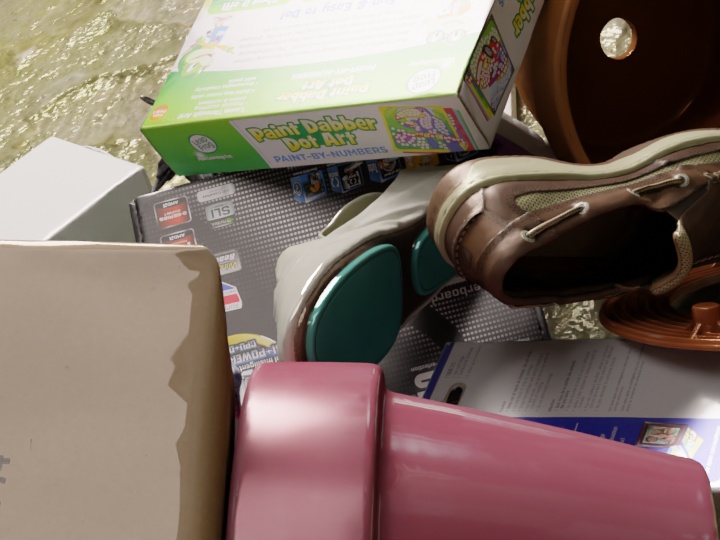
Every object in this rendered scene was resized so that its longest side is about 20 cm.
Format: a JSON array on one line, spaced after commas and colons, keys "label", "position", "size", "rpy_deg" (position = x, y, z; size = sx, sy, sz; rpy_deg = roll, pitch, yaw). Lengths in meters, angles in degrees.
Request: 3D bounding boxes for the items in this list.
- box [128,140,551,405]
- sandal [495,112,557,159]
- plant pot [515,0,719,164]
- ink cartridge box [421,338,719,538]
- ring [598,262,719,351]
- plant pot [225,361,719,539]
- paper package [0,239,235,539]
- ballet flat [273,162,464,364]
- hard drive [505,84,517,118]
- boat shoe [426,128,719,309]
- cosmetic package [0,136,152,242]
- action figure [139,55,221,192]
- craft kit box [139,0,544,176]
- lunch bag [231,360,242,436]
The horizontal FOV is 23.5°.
[{"label": "box", "position": [-0.010, 0.014, 0.909], "size": [0.200, 0.044, 0.160], "rpy_deg": [-14, 66, 3]}, {"label": "sandal", "position": [0.030, -0.090, 1.026], "size": [0.050, 0.203, 0.082], "rpy_deg": [-61, 1, -4]}, {"label": "plant pot", "position": [0.171, -0.125, 0.969], "size": [0.200, 0.200, 0.140], "rpy_deg": [-28, 20, -12]}, {"label": "ink cartridge box", "position": [0.120, 0.075, 0.786], "size": [0.200, 0.039, 0.099], "rpy_deg": [-1, 41, 28]}, {"label": "ring", "position": [0.214, 0.004, 0.835], "size": [0.200, 0.019, 0.200], "rpy_deg": [-8, 10, 1]}, {"label": "plant pot", "position": [0.044, 0.136, 0.684], "size": [0.179, 0.200, 0.200], "rpy_deg": [1, 38, 2]}, {"label": "paper package", "position": [-0.142, 0.096, 0.625], "size": [0.190, 0.103, 0.200], "rpy_deg": [2, 65, 0]}, {"label": "ballet flat", "position": [0.000, 0.000, 0.819], "size": [0.069, 0.069, 0.200], "rpy_deg": [5, 26, 30]}, {"label": "hard drive", "position": [0.038, -0.132, 1.165], "size": [0.132, 0.026, 0.200], "rpy_deg": [-11, 36, 12]}, {"label": "boat shoe", "position": [0.134, -0.015, 0.811], "size": [0.202, 0.075, 0.075], "rpy_deg": [-9, 37, -21]}, {"label": "cosmetic package", "position": [-0.222, 0.007, 1.065], "size": [0.102, 0.074, 0.200], "rpy_deg": [21, 50, 42]}, {"label": "action figure", "position": [-0.042, -0.048, 1.024], "size": [0.200, 0.102, 0.119], "rpy_deg": [35, 69, 26]}, {"label": "craft kit box", "position": [0.004, -0.143, 0.923], "size": [0.200, 0.049, 0.198], "rpy_deg": [-2, 48, 34]}, {"label": "lunch bag", "position": [-0.130, 0.126, 0.760], "size": [0.200, 0.170, 0.127], "rpy_deg": [-35, 67, -19]}]
